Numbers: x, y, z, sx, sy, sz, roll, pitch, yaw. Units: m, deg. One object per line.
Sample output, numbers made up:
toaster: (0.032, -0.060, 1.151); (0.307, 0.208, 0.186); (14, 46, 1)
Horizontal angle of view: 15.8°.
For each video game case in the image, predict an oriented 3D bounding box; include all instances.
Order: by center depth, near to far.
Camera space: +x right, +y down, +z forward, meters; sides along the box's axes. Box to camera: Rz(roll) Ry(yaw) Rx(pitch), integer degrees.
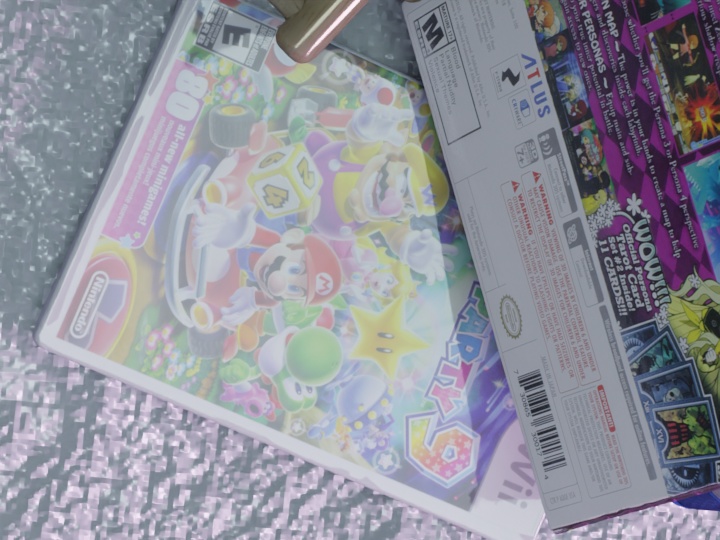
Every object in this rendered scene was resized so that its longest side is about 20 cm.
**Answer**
video game case: (0.100, -0.026, 0.855); (0.036, 0.181, 0.200); (-11, 82, -36)
video game case: (0.000, 0.000, 0.943); (0.200, 0.018, 0.143); (24, 88, -12)

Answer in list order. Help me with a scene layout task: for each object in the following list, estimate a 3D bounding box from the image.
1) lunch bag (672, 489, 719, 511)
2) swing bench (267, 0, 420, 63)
lunch bag: (0.169, 0.001, 0.917); (0.136, 0.132, 0.201); (-11, 97, -35)
swing bench: (-0.007, -0.211, 0.817); (0.199, 0.130, 0.200); (44, 114, 3)
